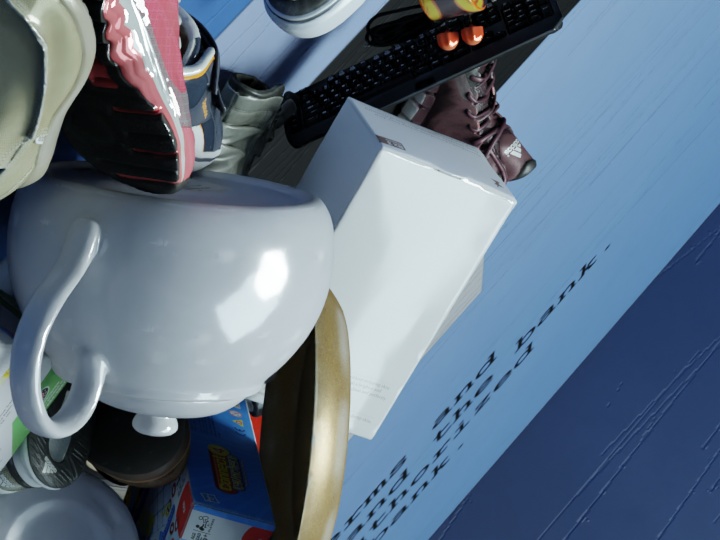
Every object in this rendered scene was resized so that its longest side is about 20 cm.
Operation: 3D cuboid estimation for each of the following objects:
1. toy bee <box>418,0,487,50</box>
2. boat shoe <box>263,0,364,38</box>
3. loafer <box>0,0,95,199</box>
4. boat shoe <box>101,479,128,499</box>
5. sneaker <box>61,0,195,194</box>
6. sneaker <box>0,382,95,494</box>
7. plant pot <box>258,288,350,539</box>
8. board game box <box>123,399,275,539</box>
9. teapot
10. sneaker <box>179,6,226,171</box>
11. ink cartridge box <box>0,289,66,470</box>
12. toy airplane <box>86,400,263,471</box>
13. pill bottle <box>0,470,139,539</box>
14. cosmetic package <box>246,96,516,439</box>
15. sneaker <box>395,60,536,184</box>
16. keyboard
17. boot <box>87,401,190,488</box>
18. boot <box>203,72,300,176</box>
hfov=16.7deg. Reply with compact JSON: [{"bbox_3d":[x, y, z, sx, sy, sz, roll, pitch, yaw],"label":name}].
[{"bbox_3d":[0.055,-0.202,1.609,0.131,0.109,0.200,-3,-164,44],"label":"toy bee"},{"bbox_3d":[-0.004,-0.235,1.449,0.200,0.072,0.071,-61,159,-3],"label":"boat shoe"},{"bbox_3d":[-0.182,-0.087,1.213,0.068,0.076,0.200,-50,168,-31],"label":"loafer"},{"bbox_3d":[-0.174,0.191,1.743,0.070,0.200,0.071,-29,122,-75],"label":"boat shoe"},{"bbox_3d":[-0.113,-0.125,1.248,0.087,0.074,0.200,-55,145,-34],"label":"sneaker"},{"bbox_3d":[-0.215,0.065,1.554,0.115,0.076,0.201,-13,-146,27],"label":"sneaker"},{"bbox_3d":[-0.034,0.098,1.494,0.200,0.027,0.200,-174,-90,-80],"label":"plant pot"},{"bbox_3d":[-0.122,0.197,1.595,0.200,0.056,0.196,-112,-139,-67],"label":"board game box"},{"bbox_3d":[-0.112,0.022,1.380,0.197,0.200,0.146,-151,-112,-69],"label":"teapot"},{"bbox_3d":[-0.111,-0.109,1.379,0.079,0.078,0.200,-48,165,9],"label":"sneaker"},{"bbox_3d":[-0.258,0.076,1.370,0.145,0.084,0.200,-53,166,4],"label":"ink cartridge box"},{"bbox_3d":[-0.090,0.077,1.793,0.199,0.141,0.200,-45,155,19],"label":"toy airplane"},{"bbox_3d":[-0.222,0.186,1.624,0.112,0.112,0.200,-47,-169,-18],"label":"pill bottle"},{"bbox_3d":[0.000,0.000,1.619,0.113,0.081,0.200,22,109,-29],"label":"cosmetic package"},{"bbox_3d":[0.101,-0.132,1.918,0.076,0.115,0.200,-38,162,-42],"label":"sneaker"},{"bbox_3d":[0.034,-0.152,1.644,0.200,0.040,0.104,-23,-155,7],"label":"keyboard"},{"bbox_3d":[-0.148,0.107,1.580,0.074,0.076,0.200,-33,-155,-14],"label":"boot"},{"bbox_3d":[-0.106,-0.069,1.555,0.131,0.068,0.200,-59,172,13],"label":"boot"}]
